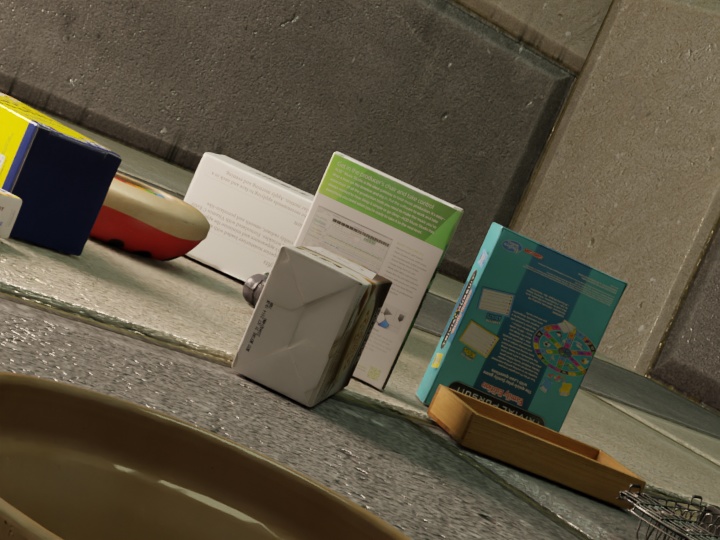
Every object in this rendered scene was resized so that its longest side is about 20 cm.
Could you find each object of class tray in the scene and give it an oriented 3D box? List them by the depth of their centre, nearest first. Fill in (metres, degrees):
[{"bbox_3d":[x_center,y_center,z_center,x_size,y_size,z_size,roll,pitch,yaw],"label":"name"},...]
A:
[{"bbox_3d":[0.170,0.173,1.433,0.199,0.037,0.099,24,4,-20],"label":"tray"}]

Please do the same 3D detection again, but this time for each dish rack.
[{"bbox_3d":[0.311,0.243,1.269,0.153,0.055,0.199,26,6,43],"label":"dish rack"}]

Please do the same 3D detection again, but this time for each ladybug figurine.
[{"bbox_3d":[-0.261,-0.063,1.655,0.199,0.072,0.136,22,4,-29],"label":"ladybug figurine"}]

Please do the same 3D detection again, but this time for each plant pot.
[{"bbox_3d":[-0.060,0.113,0.449,0.200,0.093,0.201,25,5,-2],"label":"plant pot"}]

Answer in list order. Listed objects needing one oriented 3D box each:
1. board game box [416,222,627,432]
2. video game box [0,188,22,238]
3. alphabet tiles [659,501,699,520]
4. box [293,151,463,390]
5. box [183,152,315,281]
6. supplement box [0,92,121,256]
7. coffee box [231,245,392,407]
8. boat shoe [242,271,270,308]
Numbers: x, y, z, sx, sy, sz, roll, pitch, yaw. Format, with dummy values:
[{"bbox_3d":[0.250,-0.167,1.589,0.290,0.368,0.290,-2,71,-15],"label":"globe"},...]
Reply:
[{"bbox_3d":[0.168,0.072,1.545,0.150,0.201,0.047,24,4,-11],"label":"board game box"},{"bbox_3d":[-0.424,-0.093,1.280,0.199,0.047,0.182,26,7,18],"label":"video game box"},{"bbox_3d":[0.399,0.287,1.520,0.199,0.008,0.167,26,4,29],"label":"alphabet tiles"},{"bbox_3d":[0.000,0.000,1.483,0.144,0.201,0.036,25,7,4],"label":"box"},{"bbox_3d":[-0.126,-0.053,1.910,0.198,0.131,0.200,24,3,0],"label":"box"},{"bbox_3d":[-0.350,-0.108,1.455,0.199,0.110,0.109,27,5,40],"label":"supplement box"},{"bbox_3d":[-0.038,0.044,1.302,0.079,0.115,0.200,24,5,7],"label":"coffee box"},{"bbox_3d":[-0.084,0.018,1.668,0.062,0.073,0.200,28,9,6],"label":"boat shoe"}]
